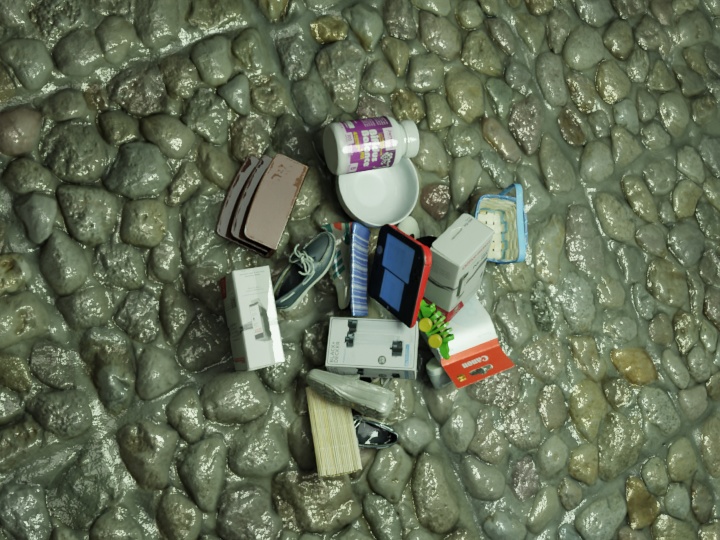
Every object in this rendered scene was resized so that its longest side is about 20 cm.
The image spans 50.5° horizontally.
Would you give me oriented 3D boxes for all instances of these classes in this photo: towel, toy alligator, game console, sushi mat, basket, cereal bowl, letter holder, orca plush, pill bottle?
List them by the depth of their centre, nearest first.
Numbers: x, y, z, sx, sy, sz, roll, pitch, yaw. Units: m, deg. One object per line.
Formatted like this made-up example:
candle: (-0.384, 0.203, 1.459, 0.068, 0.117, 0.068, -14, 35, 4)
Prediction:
sushi mat: (-0.059, 0.340, 1.646, 0.094, 0.012, 0.203, -10, 63, -4)
letter holder: (-0.219, -0.154, 1.669, 0.140, 0.100, 0.203, 24, 75, -12)
game console: (0.081, 0.007, 1.672, 0.031, 0.200, 0.180, 6, 108, -30)
pill bottle: (0.025, -0.278, 1.678, 0.196, 0.112, 0.115, -12, 86, -19)
toy alligator: (0.157, 0.102, 1.694, 0.202, 0.054, 0.059, 59, 28, 3)
towel: (0.000, 0.000, 1.699, 0.023, 0.145, 0.205, -1, 86, 11)
orca plush: (0.170, -0.039, 1.751, 0.198, 0.070, 0.107, 1, 75, -54)
cereal bowl: (0.031, -0.193, 1.771, 0.196, 0.083, 0.205, 3, 80, -18)
basket: (0.332, -0.095, 1.798, 0.136, 0.200, 0.180, 4, 79, -19)

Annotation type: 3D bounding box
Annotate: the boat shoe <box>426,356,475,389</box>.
boat shoe: (0.239, 0.212, 1.799, 0.199, 0.070, 0.073, -28, 115, -25)

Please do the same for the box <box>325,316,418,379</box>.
box: (0.027, 0.170, 1.672, 0.196, 0.060, 0.119, 3, 65, 8)

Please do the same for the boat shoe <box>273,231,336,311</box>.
boat shoe: (-0.128, -0.004, 1.666, 0.075, 0.062, 0.201, 40, 89, 25)

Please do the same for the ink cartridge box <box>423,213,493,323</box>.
ink cartridge box: (0.215, -0.003, 1.720, 0.082, 0.202, 0.147, 33, 55, 23)

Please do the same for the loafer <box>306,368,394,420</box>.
loafer: (-0.021, 0.256, 1.649, 0.197, 0.070, 0.070, 22, 53, 8)

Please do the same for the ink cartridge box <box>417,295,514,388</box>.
ink cartridge box: (0.240, 0.158, 1.752, 0.157, 0.048, 0.201, -17, 48, -19)

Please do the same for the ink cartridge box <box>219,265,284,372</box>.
ink cartridge box: (-0.228, 0.104, 1.601, 0.081, 0.146, 0.204, -9, 86, -22)

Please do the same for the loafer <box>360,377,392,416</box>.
loafer: (0.035, 0.224, 1.709, 0.069, 0.075, 0.203, 30, 73, -26)

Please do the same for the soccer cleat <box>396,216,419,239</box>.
soccer cleat: (0.110, -0.031, 1.777, 0.068, 0.077, 0.204, 12, 78, -17)

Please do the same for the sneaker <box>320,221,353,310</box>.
sneaker: (-0.057, -0.011, 1.730, 0.091, 0.070, 0.204, 2, 83, -1)

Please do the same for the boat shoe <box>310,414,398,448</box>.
boat shoe: (-0.011, 0.357, 1.684, 0.196, 0.062, 0.076, 17, 79, -16)
